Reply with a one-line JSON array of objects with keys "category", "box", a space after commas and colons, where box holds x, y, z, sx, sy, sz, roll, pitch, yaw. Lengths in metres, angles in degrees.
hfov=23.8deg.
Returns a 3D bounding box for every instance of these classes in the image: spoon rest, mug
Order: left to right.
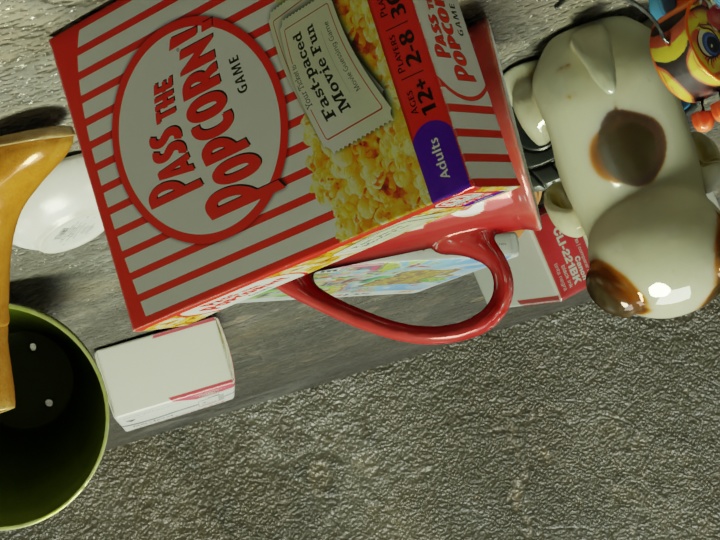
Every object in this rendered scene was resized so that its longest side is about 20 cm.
[{"category": "spoon rest", "box": [-0.222, -0.025, 1.127, 0.099, 0.061, 0.200, -11, 156, -48]}, {"category": "mug", "box": [0.002, -0.048, 1.038, 0.199, 0.178, 0.134, -14, 143, 7]}]

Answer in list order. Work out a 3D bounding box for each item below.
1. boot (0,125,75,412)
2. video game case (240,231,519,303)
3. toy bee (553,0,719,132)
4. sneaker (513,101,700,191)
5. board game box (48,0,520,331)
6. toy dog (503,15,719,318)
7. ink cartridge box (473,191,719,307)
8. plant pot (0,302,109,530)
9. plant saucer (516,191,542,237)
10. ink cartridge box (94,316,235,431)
[{"category": "boot", "box": [-0.219, 0.010, 0.998, 0.201, 0.145, 0.071, -24, 171, 36]}, {"category": "video game case", "box": [0.000, 0.000, 1.334, 0.181, 0.022, 0.200, -3, 172, -22]}, {"category": "toy bee", "box": [0.213, -0.140, 1.048, 0.199, 0.109, 0.131, -16, 174, -12]}, {"category": "sneaker", "box": [0.173, -0.107, 1.315, 0.199, 0.074, 0.082, -18, 174, 12]}, {"category": "board game box", "box": [-0.041, -0.074, 0.786, 0.200, 0.152, 0.046, -23, 171, 32]}, {"category": "toy dog", "box": [0.194, -0.067, 1.169, 0.139, 0.201, 0.194, -17, 173, -6]}, {"category": "ink cartridge box", "box": [0.216, -0.044, 1.610, 0.200, 0.084, 0.144, -27, -173, -23]}, {"category": "plant pot", "box": [-0.304, 0.108, 1.477, 0.186, 0.188, 0.200, -17, -173, -3]}, {"category": "plant saucer", "box": [0.063, -0.035, 1.452, 0.199, 0.038, 0.200, -15, 157, -7]}, {"category": "ink cartridge box", "box": [-0.223, 0.123, 1.992, 0.146, 0.083, 0.200, -17, 172, -6]}]
